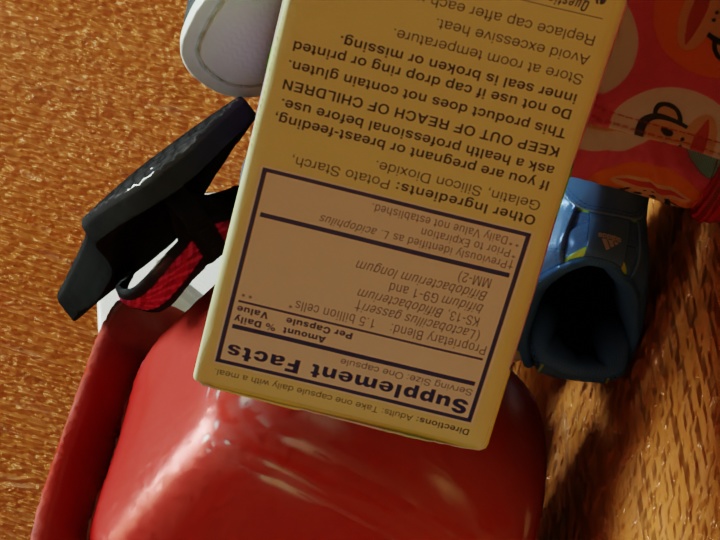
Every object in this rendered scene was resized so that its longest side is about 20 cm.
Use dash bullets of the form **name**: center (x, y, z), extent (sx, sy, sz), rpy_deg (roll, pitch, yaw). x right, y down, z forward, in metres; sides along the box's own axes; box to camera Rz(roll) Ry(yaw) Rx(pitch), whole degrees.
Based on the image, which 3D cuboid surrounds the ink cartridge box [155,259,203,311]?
- **ink cartridge box**: center (-0.040, 0.111, 1.186), extent (0.047, 0.160, 0.201), rpy_deg (-35, 40, 18)

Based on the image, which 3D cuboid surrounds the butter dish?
- **butter dish**: center (0.000, 0.067, 1.047), extent (0.148, 0.199, 0.200), rpy_deg (-55, 12, 32)

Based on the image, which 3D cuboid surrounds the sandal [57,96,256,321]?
- **sandal**: center (-0.070, -0.012, 1.056), extent (0.075, 0.045, 0.200), rpy_deg (-37, -4, -19)

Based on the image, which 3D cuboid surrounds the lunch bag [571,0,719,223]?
- **lunch bag**: center (0.124, -0.135, 0.950), extent (0.177, 0.081, 0.201), rpy_deg (-80, 9, -56)

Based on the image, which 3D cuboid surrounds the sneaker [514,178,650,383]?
- **sneaker**: center (0.067, 0.009, 1.100), extent (0.200, 0.075, 0.106), rpy_deg (106, 171, -59)

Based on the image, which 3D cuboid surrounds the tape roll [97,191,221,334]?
- **tape roll**: center (-0.058, 0.057, 1.490), extent (0.203, 0.138, 0.204), rpy_deg (-6, -90, -89)

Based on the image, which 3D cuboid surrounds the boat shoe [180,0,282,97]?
- **boat shoe**: center (0.013, -0.141, 1.006), extent (0.200, 0.076, 0.060), rpy_deg (-36, 44, 11)

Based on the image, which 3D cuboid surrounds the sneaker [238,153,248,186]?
- **sneaker**: center (0.000, 0.000, 1.232), extent (0.087, 0.077, 0.200), rpy_deg (89, 158, -48)

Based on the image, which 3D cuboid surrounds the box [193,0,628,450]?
- **box**: center (0.023, -0.081, 0.888), extent (0.176, 0.096, 0.201), rpy_deg (-81, 6, -55)
